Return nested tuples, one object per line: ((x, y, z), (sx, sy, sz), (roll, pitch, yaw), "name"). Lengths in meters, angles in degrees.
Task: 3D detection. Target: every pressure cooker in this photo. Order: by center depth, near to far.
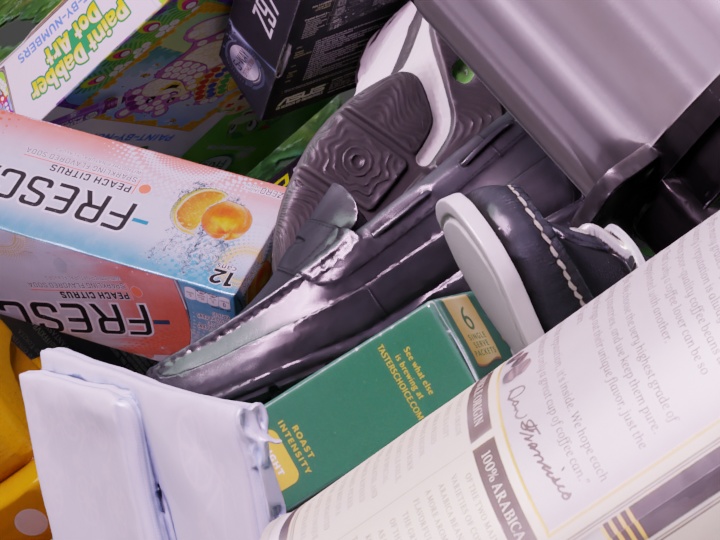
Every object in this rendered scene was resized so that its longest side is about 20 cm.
((0.136, -0.098, 0.997), (0.176, 0.200, 0.179), (-44, -13, 15), "pressure cooker")

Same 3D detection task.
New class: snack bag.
((-0.064, 0.128, 0.950), (0.021, 0.189, 0.200), (-14, 10, -25), "snack bag")

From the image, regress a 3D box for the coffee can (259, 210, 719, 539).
((0.089, 0.081, 0.804), (0.200, 0.146, 0.146), (-36, 23, 17), "coffee can")

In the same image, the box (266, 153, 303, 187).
((-0.011, -0.001, 1.256), (0.160, 0.044, 0.200), (-38, 23, 13), "box")

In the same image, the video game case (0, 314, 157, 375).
((-0.169, 0.066, 1.288), (0.200, 0.143, 0.019), (-47, 50, -10), "video game case")

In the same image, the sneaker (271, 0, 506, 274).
((0.019, -0.055, 1.186), (0.201, 0.076, 0.115), (-58, 5, -18), "sneaker")

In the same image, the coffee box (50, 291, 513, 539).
((-0.016, 0.072, 1.063), (0.200, 0.044, 0.123), (-33, -10, 22), "coffee box")

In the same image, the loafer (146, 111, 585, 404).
((0.000, 0.000, 1.083), (0.200, 0.070, 0.068), (-29, -10, -1), "loafer")

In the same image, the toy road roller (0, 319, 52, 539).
((-0.158, 0.108, 1.174), (0.123, 0.146, 0.200), (-35, 23, 21), "toy road roller")

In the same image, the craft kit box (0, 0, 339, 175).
((-0.077, -0.107, 1.335), (0.197, 0.049, 0.200), (-36, -20, 33), "craft kit box")

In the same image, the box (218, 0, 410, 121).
((0.042, -0.158, 1.244), (0.200, 0.044, 0.160), (-23, -24, -24), "box")

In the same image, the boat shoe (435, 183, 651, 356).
((0.077, 0.014, 0.915), (0.060, 0.200, 0.076), (-31, 67, 1), "boat shoe")

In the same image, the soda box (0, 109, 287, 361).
((-0.127, -0.017, 1.194), (0.200, 0.064, 0.068), (16, 52, 18), "soda box")
